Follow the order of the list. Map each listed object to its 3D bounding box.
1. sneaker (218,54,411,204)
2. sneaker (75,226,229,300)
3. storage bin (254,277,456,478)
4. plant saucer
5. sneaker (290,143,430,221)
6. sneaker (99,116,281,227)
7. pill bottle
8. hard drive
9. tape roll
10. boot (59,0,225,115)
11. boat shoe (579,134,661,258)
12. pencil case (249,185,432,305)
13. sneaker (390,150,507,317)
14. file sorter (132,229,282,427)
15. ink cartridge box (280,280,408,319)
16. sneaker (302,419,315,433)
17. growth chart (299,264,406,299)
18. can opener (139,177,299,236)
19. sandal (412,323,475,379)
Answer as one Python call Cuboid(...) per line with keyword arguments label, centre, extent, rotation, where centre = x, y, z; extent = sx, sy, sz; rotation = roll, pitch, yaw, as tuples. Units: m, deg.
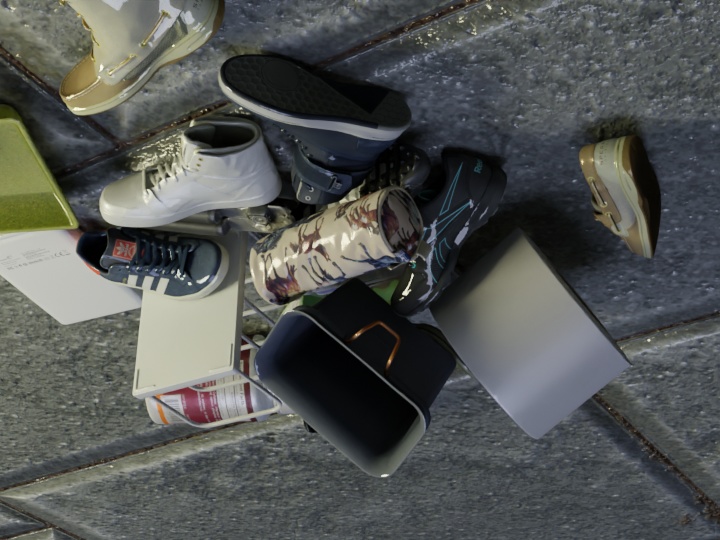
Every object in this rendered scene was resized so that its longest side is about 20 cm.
Cuboid(label="sneaker", centre=(-0.069, -0.137, 1.436), extent=(0.201, 0.077, 0.146), rotation=(15, 143, -22))
Cuboid(label="sneaker", centre=(-0.243, -0.014, 1.601), extent=(0.199, 0.075, 0.084), rotation=(1, 161, 35))
Cuboid(label="storage bin", centre=(0.009, 0.100, 1.564), extent=(0.200, 0.134, 0.146), rotation=(39, 129, 6))
Cuboid(label="plant saucer", centre=(-0.424, -0.113, 1.520), extent=(0.199, 0.048, 0.200), rotation=(-4, 148, 8))
Cuboid(label="sneaker", centre=(0.016, -0.078, 1.543), extent=(0.090, 0.067, 0.200), rotation=(22, 145, -38))
Cuboid(label="sneaker", centre=(-0.191, -0.112, 1.495), extent=(0.199, 0.074, 0.116), rotation=(-11, 145, 2))
Cuboid(label="pill bottle", centre=(-0.175, 0.142, 1.851), extent=(0.199, 0.115, 0.114), rotation=(-2, 148, 6))
Cuboid(label="hard drive", centre=(-0.366, -0.002, 1.714), extent=(0.131, 0.026, 0.200), rotation=(-13, 145, 22))
Cuboid(label="tape roll", centre=(0.192, 0.070, 1.602), extent=(0.139, 0.203, 0.203), rotation=(-40, 136, 8))
Cuboid(label="boot", centre=(-0.245, -0.233, 1.299), extent=(0.199, 0.072, 0.154), rotation=(-27, 139, 30))
Cuboid(label="boat shoe", centre=(0.283, -0.081, 1.527), extent=(0.066, 0.074, 0.200), rotation=(3, 149, 23))
Cuboid(label="pencil case", centre=(-0.026, -0.021, 1.497), extent=(0.199, 0.078, 0.090), rotation=(-19, 111, 35))
Cuboid(label="sneaker", centre=(0.079, -0.042, 1.547), extent=(0.079, 0.075, 0.201), rotation=(26, 106, -17))
Cuboid(label="file sorter", centre=(-0.167, 0.064, 1.648), extent=(0.138, 0.201, 0.124), rotation=(-15, 146, 25))
Cuboid(label="ink cartridge box", centre=(-0.006, 0.045, 1.754), extent=(0.145, 0.048, 0.200), rotation=(12, 149, -16))
Cuboid(label="sneaker", centre=(-0.041, 0.199, 1.960), extent=(0.073, 0.088, 0.200), rotation=(-8, 147, 15))
Cuboid(label="growth chart", centre=(0.000, 0.000, 1.644), extent=(0.199, 0.018, 0.145), rotation=(-12, 161, 1))
Cuboid(label="can opener", centre=(-0.162, -0.075, 1.575), extent=(0.199, 0.067, 0.053), rotation=(6, 152, 18))
Cuboid(label="sandal", centre=(0.060, 0.096, 1.667), extent=(0.200, 0.058, 0.080), rotation=(17, 161, 40))
